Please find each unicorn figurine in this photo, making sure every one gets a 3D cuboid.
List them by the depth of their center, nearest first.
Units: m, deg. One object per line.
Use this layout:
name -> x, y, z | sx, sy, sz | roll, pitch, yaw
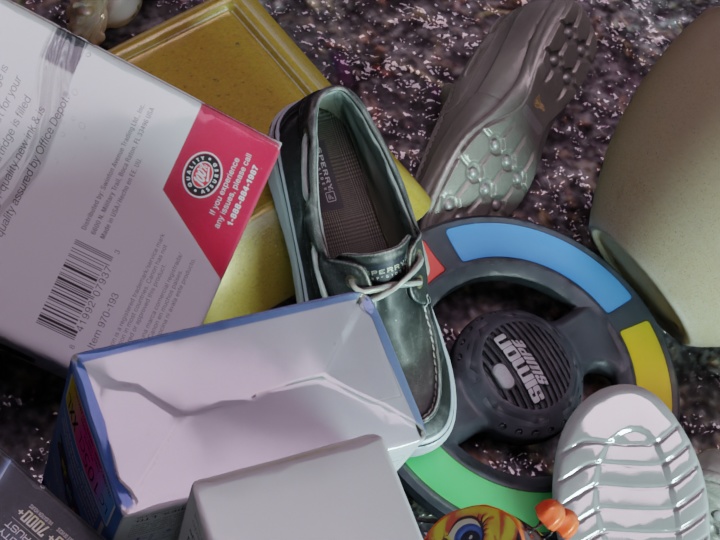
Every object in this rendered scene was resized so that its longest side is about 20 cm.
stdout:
unicorn figurine -> -0.126, -0.205, 0.928 | 0.074, 0.138, 0.200 | 30, 57, 18

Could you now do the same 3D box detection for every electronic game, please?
electronic game -> 0.088, 0.059, 0.865 | 0.199, 0.042, 0.201 | 8, 62, -15

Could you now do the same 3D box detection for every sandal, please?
sandal -> 0.147, 0.162, 0.810 | 0.082, 0.050, 0.203 | -12, 81, -7

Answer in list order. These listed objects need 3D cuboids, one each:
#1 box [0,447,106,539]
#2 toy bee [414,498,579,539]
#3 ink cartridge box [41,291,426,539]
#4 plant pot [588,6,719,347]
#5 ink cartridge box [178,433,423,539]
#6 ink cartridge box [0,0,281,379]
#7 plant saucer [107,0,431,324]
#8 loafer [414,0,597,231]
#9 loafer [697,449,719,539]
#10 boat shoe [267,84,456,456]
box -> -0.207, 0.124, 0.671 | 0.200, 0.164, 0.086 | 39, 55, 10
toy bee -> 0.054, 0.155, 0.724 | 0.131, 0.108, 0.201 | 3, 64, -67
ink cartridge box -> -0.070, 0.095, 0.709 | 0.136, 0.200, 0.077 | -11, 66, -22
plant pot -> 0.213, -0.034, 0.901 | 0.134, 0.200, 0.200 | -38, 72, -2
ink cartridge box -> -0.023, 0.182, 0.640 | 0.083, 0.200, 0.145 | -12, 61, -19
ink cartridge box -> -0.162, -0.038, 0.748 | 0.200, 0.083, 0.146 | 27, 78, -14
plant saucer -> -0.091, -0.071, 0.877 | 0.200, 0.049, 0.200 | -31, 65, -21
loafer -> 0.078, -0.090, 0.961 | 0.200, 0.070, 0.070 | -55, 128, -26
loafer -> 0.267, 0.145, 0.851 | 0.200, 0.070, 0.070 | 26, 45, -7
boat shoe -> 0.000, 0.000, 0.799 | 0.072, 0.071, 0.201 | -20, 84, -20
